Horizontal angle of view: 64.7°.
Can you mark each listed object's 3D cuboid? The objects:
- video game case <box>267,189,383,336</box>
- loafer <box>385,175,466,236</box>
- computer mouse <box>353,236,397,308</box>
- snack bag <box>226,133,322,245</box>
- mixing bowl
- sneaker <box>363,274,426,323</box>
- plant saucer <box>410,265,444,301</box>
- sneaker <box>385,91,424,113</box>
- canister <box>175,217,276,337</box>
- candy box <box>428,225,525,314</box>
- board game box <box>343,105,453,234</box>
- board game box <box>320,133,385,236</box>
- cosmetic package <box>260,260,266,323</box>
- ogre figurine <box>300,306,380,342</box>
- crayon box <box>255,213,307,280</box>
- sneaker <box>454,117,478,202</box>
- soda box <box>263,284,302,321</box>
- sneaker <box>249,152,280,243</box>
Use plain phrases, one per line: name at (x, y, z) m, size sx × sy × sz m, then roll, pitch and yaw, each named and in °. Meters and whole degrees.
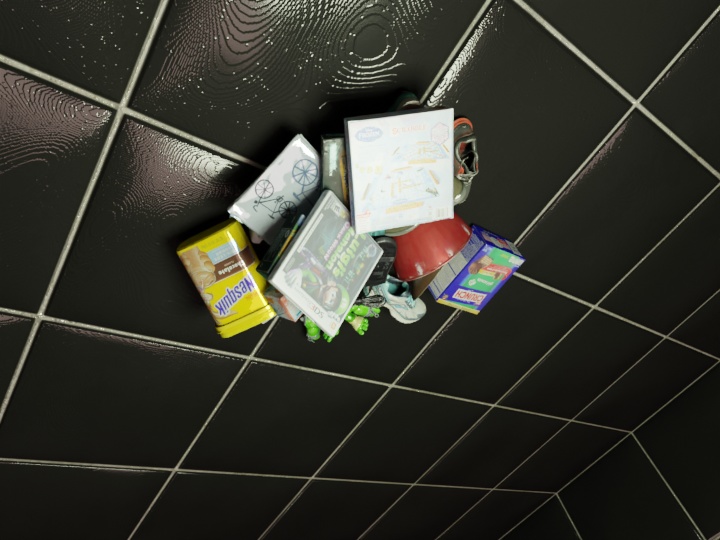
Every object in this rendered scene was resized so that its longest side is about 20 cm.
video game case at (-0.058, -0.011, 1.058) m, size 0.182 × 0.023 × 0.203 m, roll 45°, pitch 67°, yaw -35°
loafer at (0.112, -0.141, 1.143) m, size 0.197 × 0.076 × 0.070 m, roll -29°, pitch 134°, yaw 17°
computer mouse at (0.000, 0.000, 1.228) m, size 0.136 × 0.047 × 0.204 m, roll -4°, pitch 132°, yaw -15°
snack bag at (-0.125, -0.127, 1.082) m, size 0.200 × 0.022 × 0.188 m, roll -44°, pitch 127°, yaw 8°
mixing bowl at (0.133, -0.083, 1.238) m, size 0.197 × 0.201 × 0.110 m, roll -32°, pitch 106°, yaw 8°
sneaker at (0.101, 0.068, 1.394) m, size 0.197 × 0.080 × 0.085 m, roll 26°, pitch 144°, yaw -34°
plant saucer at (0.174, -0.018, 1.331) m, size 0.036 × 0.201 × 0.202 m, roll 38°, pitch 116°, yaw 2°
sneaker at (0.060, -0.247, 1.103) m, size 0.070 × 0.081 × 0.203 m, roll 16°, pitch 120°, yaw -23°
canister at (-0.265, 0.014, 1.151) m, size 0.145 × 0.087 × 0.204 m, roll -23°, pitch 109°, yaw 7°
candy box at (0.289, 0.003, 1.441) m, size 0.166 × 0.078 × 0.201 m, roll 15°, pitch 125°, yaw -37°
board game box at (0.073, -0.182, 1.032) m, size 0.194 × 0.041 × 0.205 m, roll -9°, pitch 115°, yaw -13°
board game box at (-0.011, -0.157, 1.074) m, size 0.131 × 0.028 × 0.205 m, roll -5°, pitch 123°, yaw -14°
cosmetic package at (-0.172, 0.017, 1.257) m, size 0.197 × 0.072 × 0.102 m, roll -33°, pitch 133°, yaw 9°
ogre figurine at (-0.063, 0.115, 1.385) m, size 0.195 × 0.101 × 0.120 m, roll -3°, pitch 157°, yaw 28°
crayon box at (-0.089, 0.005, 1.083) m, size 0.200 × 0.051 × 0.128 m, roll 43°, pitch 68°, yaw -36°
sneaker at (0.212, -0.214, 1.203) m, size 0.075 × 0.083 × 0.203 m, roll -17°, pitch 135°, yaw -7°
soda box at (-0.102, 0.007, 1.152) m, size 0.200 × 0.067 × 0.064 m, roll -48°, pitch 126°, yaw -27°
sneaker at (-0.144, -0.129, 1.131) m, size 0.112 × 0.076 × 0.203 m, roll 14°, pitch 121°, yaw -29°
